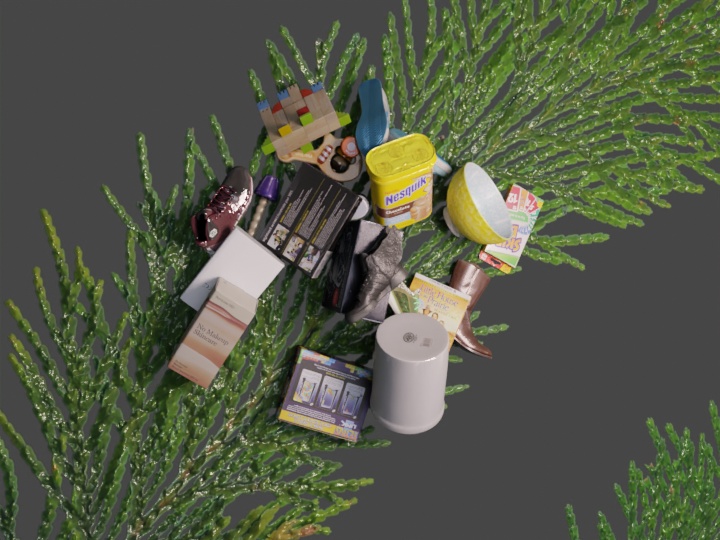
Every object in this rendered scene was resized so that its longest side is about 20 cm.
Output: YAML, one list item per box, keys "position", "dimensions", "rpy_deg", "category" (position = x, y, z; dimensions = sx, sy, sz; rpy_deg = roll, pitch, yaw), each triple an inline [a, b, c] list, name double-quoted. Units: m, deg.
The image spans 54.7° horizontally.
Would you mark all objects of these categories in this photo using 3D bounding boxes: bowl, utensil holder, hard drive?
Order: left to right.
- position: [-0.275, 0.021, 1.492]
  dimensions: [0.131, 0.026, 0.200]
  rpy_deg: [38, 103, -16]
  category: "hard drive"
- position: [0.104, 0.217, 1.496]
  dimensions: [0.167, 0.171, 0.203]
  rpy_deg: [-10, 126, -15]
  category: "utensil holder"
- position: [0.258, -0.137, 1.622]
  dimensions: [0.107, 0.201, 0.201]
  rpy_deg: [-30, 103, 30]
  category: "bowl"

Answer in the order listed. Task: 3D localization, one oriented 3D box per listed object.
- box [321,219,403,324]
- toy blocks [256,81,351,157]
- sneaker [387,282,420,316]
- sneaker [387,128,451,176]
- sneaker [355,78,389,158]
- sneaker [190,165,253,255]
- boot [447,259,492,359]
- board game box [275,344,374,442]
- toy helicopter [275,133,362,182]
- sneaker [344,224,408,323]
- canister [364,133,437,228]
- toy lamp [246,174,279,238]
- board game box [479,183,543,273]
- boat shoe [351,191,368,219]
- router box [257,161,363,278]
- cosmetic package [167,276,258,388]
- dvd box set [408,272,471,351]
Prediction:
- position: [0.000, 0.000, 1.527]
  dimensions: [0.102, 0.182, 0.204]
  rpy_deg: [13, 88, -15]
  category: "box"
- position: [-0.137, -0.341, 1.512]
  dimensions: [0.197, 0.100, 0.138]
  rpy_deg: [-25, 58, 2]
  category: "toy blocks"
- position: [0.111, 0.079, 1.590]
  dimensions: [0.088, 0.077, 0.202]
  rpy_deg: [-32, 80, -8]
  category: "sneaker"
- position: [0.112, -0.235, 1.614]
  dimensions: [0.198, 0.080, 0.131]
  rpy_deg: [22, 112, -34]
  category: "sneaker"
- position: [0.035, -0.325, 1.540]
  dimensions: [0.075, 0.081, 0.203]
  rpy_deg: [-7, 60, 18]
  category: "sneaker"
- position: [-0.295, -0.134, 1.464]
  dimensions: [0.075, 0.115, 0.203]
  rpy_deg: [17, 87, 18]
  category: "sneaker"
- position: [0.276, 0.091, 1.674]
  dimensions: [0.185, 0.064, 0.202]
  rpy_deg: [29, 81, -14]
  category: "boot"
- position: [-0.075, 0.280, 1.582]
  dimensions: [0.197, 0.057, 0.168]
  rpy_deg: [20, 88, -16]
  category: "board game box"
- position: [-0.093, -0.243, 1.560]
  dimensions: [0.196, 0.079, 0.135]
  rpy_deg: [8, 99, -5]
  category: "toy helicopter"
- position: [0.022, 0.007, 1.411]
  dimensions: [0.199, 0.060, 0.105]
  rpy_deg: [-41, 103, -16]
  category: "sneaker"
- position: [0.090, -0.186, 1.521]
  dimensions: [0.146, 0.201, 0.087]
  rpy_deg: [-21, 59, -8]
  category: "canister"
- position: [-0.227, -0.110, 1.523]
  dimensions: [0.057, 0.058, 0.203]
  rpy_deg: [19, 87, -15]
  category: "toy lamp"
- position: [0.370, -0.102, 1.711]
  dimensions: [0.094, 0.030, 0.203]
  rpy_deg: [26, 87, -15]
  category: "board game box"
- position: [-0.078, -0.147, 1.559]
  dimensions: [0.196, 0.066, 0.071]
  rpy_deg: [-7, 114, 7]
  category: "boat shoe"
- position: [-0.108, -0.107, 1.492]
  dimensions: [0.148, 0.051, 0.202]
  rpy_deg: [33, 95, 10]
  category: "router box"
- position: [-0.309, 0.130, 1.463]
  dimensions: [0.102, 0.087, 0.202]
  rpy_deg: [30, 102, -13]
  category: "cosmetic package"
- position: [0.156, 0.126, 1.623]
  dimensions: [0.144, 0.029, 0.203]
  rpy_deg: [24, 86, 13]
  category: "dvd box set"
